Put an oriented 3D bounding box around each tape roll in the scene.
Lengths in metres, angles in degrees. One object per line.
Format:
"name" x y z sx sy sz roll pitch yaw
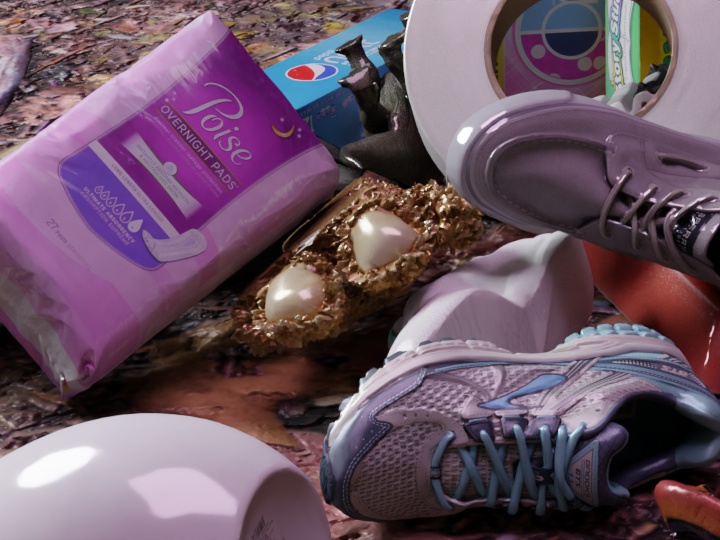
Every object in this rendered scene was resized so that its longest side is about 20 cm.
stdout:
"tape roll" 0.122 -0.116 1.325 0.202 0.204 0.037 0 -19 7

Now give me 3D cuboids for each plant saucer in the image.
"plant saucer" 0.238 -0.004 1.297 0.199 0.037 0.200 -9 25 -13

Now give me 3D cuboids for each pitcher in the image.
"pitcher" -0.124 0.137 0.945 0.199 0.121 0.172 -4 42 27

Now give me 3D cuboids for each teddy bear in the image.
"teddy bear" 0.000 0.000 1.244 0.145 0.067 0.200 -40 5 -9

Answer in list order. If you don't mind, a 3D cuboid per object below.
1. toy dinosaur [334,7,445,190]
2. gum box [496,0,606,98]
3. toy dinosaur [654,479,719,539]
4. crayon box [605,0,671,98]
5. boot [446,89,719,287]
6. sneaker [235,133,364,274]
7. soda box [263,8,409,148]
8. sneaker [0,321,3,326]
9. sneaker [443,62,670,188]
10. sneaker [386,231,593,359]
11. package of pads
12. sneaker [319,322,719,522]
"toy dinosaur" 0.030 -0.088 1.395 0.077 0.102 0.200 -28 18 8
"gum box" 0.122 -0.167 1.483 0.113 0.201 0.066 -3 23 -3
"toy dinosaur" 0.197 0.117 0.894 0.181 0.200 0.105 45 27 20
"crayon box" 0.235 -0.157 1.444 0.172 0.201 0.058 -11 25 -18
"boot" 0.147 -0.037 1.207 0.199 0.074 0.096 5 21 -29
"sneaker" -0.091 -0.044 1.393 0.199 0.077 0.114 -2 21 -4
"soda box" -0.008 -0.109 1.540 0.068 0.064 0.200 12 27 33
"sneaker" -0.229 -0.003 1.296 0.199 0.087 0.074 -15 27 -23
"sneaker" 0.143 -0.059 1.400 0.199 0.091 0.066 -21 14 28
"sneaker" 0.046 0.037 1.207 0.088 0.076 0.200 -6 14 28
"package of pads" -0.117 -0.034 1.258 0.200 0.121 0.076 -39 -2 -31
"sneaker" 0.078 0.075 1.088 0.199 0.078 0.086 -14 29 -23
